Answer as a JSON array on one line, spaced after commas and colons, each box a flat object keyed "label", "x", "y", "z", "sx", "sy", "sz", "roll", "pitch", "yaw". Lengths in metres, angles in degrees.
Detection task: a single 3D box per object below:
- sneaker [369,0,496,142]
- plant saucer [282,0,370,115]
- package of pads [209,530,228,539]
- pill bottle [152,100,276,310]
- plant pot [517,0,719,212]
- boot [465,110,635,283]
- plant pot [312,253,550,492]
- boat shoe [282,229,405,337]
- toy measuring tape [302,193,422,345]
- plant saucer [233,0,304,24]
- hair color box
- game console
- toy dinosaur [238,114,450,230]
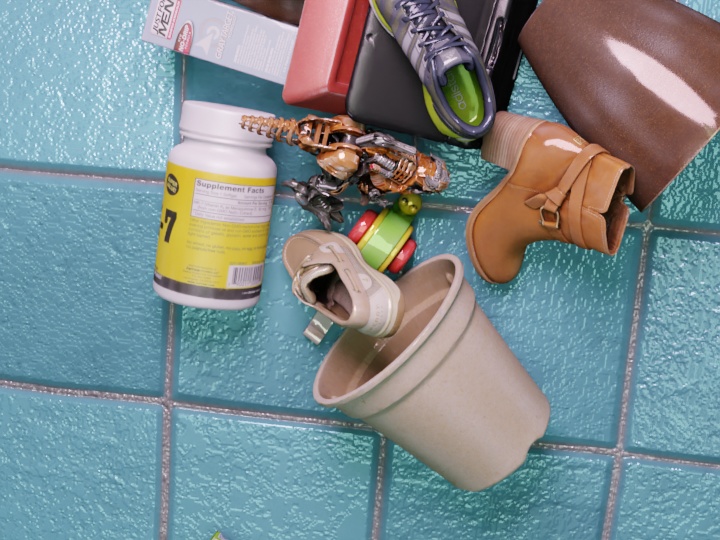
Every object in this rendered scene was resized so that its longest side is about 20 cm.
[{"label": "sneaker", "x": 0.070, "y": -0.202, "z": 0.935, "sx": 0.074, "sy": 0.081, "sz": 0.200, "roll": -32, "pitch": 105, "yaw": 0}, {"label": "plant saucer", "x": 0.031, "y": -0.239, "z": 1.019, "sx": 0.037, "sy": 0.200, "sz": 0.200, "roll": 26, "pitch": 106, "yaw": 42}, {"label": "package of pads", "x": -0.163, "y": 0.421, "z": 1.210, "sx": 0.154, "sy": 0.068, "sz": 0.200, "roll": 37, "pitch": 102, "yaw": -1}, {"label": "pill bottle", "x": -0.147, "y": -0.068, "z": 1.098, "sx": 0.114, "sy": 0.114, "sz": 0.200, "roll": 10, "pitch": 100, "yaw": 4}, {"label": "plant pot", "x": 0.254, "y": -0.190, "z": 1.015, "sx": 0.200, "sy": 0.187, "sz": 0.187, "roll": 41, "pitch": 101, "yaw": 8}, {"label": "boot", "x": 0.183, "y": -0.045, "z": 1.034, "sx": 0.155, "sy": 0.074, "sz": 0.200, "roll": 29, "pitch": 137, "yaw": 35}, {"label": "plant pot", "x": 0.086, "y": 0.118, "z": 1.082, "sx": 0.200, "sy": 0.200, "sz": 0.183, "roll": -42, "pitch": 104, "yaw": 11}, {"label": "boat shoe", "x": -0.034, "y": 0.007, "z": 1.067, "sx": 0.065, "sy": 0.200, "sz": 0.072, "roll": 7, "pitch": 109, "yaw": -35}, {"label": "toy measuring tape", "x": 0.000, "y": 0.000, "z": 1.118, "sx": 0.074, "sy": 0.074, "sz": 0.200, "roll": 36, "pitch": 101, "yaw": -1}, {"label": "plant saucer", "x": -0.121, "y": -0.300, "z": 1.017, "sx": 0.200, "sy": 0.200, "sz": 0.035, "roll": 26, "pitch": 87, "yaw": 1}, {"label": "hair color box", "x": -0.106, "y": -0.228, "z": 1.073, "sx": 0.200, "sy": 0.099, "sz": 0.061, "roll": 17, "pitch": 100, "yaw": 2}, {"label": "game console", "x": 0.087, "y": -0.227, "z": 1.029, "sx": 0.116, "sy": 0.176, "sz": 0.200, "roll": 19, "pitch": 102, "yaw": 17}, {"label": "toy dinosaur", "x": -0.015, "y": -0.117, "z": 1.043, "sx": 0.200, "sy": 0.136, "sz": 0.102, "roll": 38, "pitch": 67, "yaw": -10}]
